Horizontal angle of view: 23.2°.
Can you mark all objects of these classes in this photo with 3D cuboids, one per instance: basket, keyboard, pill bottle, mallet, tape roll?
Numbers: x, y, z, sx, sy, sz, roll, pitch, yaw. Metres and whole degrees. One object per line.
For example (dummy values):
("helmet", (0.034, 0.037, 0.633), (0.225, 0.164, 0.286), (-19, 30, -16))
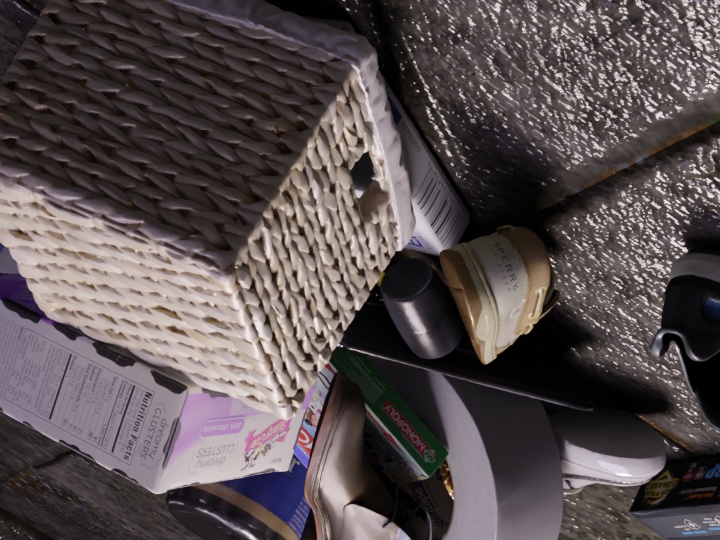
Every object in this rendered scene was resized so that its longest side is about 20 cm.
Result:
("basket", (-0.097, -0.048, 1.008), (0.199, 0.161, 0.198), (23, 156, 21))
("keyboard", (0.058, 0.051, 1.231), (0.199, 0.021, 0.127), (17, -161, -20))
("pill bottle", (-0.063, 0.129, 1.415), (0.111, 0.201, 0.112), (24, 159, 10))
("mallet", (0.000, 0.000, 1.207), (0.200, 0.041, 0.066), (32, 158, 52))
("tape roll", (0.063, 0.149, 1.319), (0.066, 0.201, 0.200), (-11, -175, -35))

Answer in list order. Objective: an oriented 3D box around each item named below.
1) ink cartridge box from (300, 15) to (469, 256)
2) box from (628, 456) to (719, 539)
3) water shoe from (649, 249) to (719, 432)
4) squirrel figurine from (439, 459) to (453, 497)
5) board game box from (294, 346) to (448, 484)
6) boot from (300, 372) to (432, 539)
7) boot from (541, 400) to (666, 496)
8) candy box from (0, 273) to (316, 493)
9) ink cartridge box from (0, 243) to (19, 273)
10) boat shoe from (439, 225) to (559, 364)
("ink cartridge box", (-0.052, -0.092, 1.120), (0.199, 0.043, 0.197), (12, 153, 35))
("box", (0.316, 0.196, 1.297), (0.159, 0.046, 0.200), (35, 158, -15))
("water shoe", (0.234, 0.070, 1.066), (0.071, 0.079, 0.200), (4, 147, 49))
("squirrel figurine", (0.027, 0.173, 1.544), (0.199, 0.142, 0.187), (-15, 123, 42))
("board game box", (-0.041, 0.079, 1.281), (0.200, 0.029, 0.134), (50, 147, -12))
("boot", (0.011, 0.155, 1.246), (0.096, 0.075, 0.201), (11, 132, 6))
("boot", (0.148, 0.152, 1.324), (0.200, 0.073, 0.096), (15, 114, 49))
("candy box", (-0.156, 0.069, 1.154), (0.199, 0.072, 0.168), (23, -171, 25))
("ink cartridge box", (-0.250, 0.036, 1.372), (0.076, 0.137, 0.200), (40, 172, 7))
("boat shoe", (0.093, 0.014, 1.121), (0.200, 0.066, 0.074), (47, -159, -84))
